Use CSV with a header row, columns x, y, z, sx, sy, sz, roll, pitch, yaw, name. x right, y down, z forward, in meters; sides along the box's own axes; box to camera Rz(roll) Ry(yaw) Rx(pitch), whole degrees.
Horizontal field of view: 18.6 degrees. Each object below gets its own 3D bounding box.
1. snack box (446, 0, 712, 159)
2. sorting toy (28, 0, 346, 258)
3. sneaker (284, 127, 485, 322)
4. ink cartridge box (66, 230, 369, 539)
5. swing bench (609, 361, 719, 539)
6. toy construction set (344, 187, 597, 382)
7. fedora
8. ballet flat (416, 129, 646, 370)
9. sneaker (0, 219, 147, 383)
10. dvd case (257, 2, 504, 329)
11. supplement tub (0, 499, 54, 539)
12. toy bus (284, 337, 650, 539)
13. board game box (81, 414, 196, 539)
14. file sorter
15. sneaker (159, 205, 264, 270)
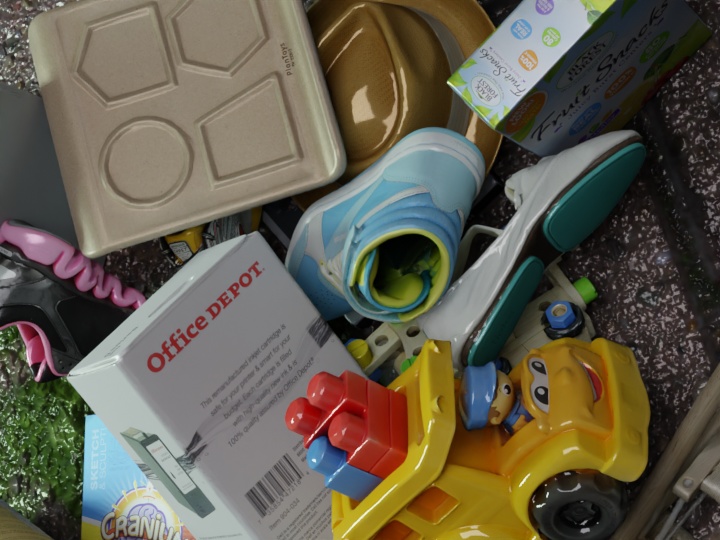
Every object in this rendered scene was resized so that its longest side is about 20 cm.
x,y,z,sx,sy,sz,roll,pitch,yaw,name
0.150,-0.142,1.456,0.142,0.200,0.053,-47,70,9,snack box
-0.121,-0.119,1.528,0.200,0.036,0.185,-18,74,9,sorting toy
0.000,0.000,1.480,0.080,0.131,0.200,32,132,-14,sneaker
-0.077,0.097,1.487,0.200,0.146,0.084,53,148,-13,ink cartridge box
0.273,0.184,1.406,0.199,0.130,0.200,38,103,21,swing bench
0.087,0.034,1.523,0.200,0.092,0.131,-44,45,3,toy construction set
0.008,-0.123,1.544,0.200,0.082,0.201,-3,82,21,fedora
0.107,-0.025,1.459,0.069,0.069,0.200,36,84,22,ballet flat
-0.198,0.046,1.575,0.079,0.200,0.095,13,71,52,sneaker
-0.012,-0.079,1.605,0.150,0.025,0.200,-46,69,10,dvd case
-0.274,0.242,1.569,0.200,0.145,0.145,25,93,50,supplement tub
0.059,0.109,1.400,0.200,0.192,0.136,-46,27,33,toy bus
-0.141,0.198,1.571,0.153,0.040,0.200,-11,74,45,board game box
-0.280,-0.063,1.613,0.124,0.200,0.139,13,88,24,file sorter
-0.110,-0.005,1.591,0.078,0.082,0.200,-17,86,34,sneaker
